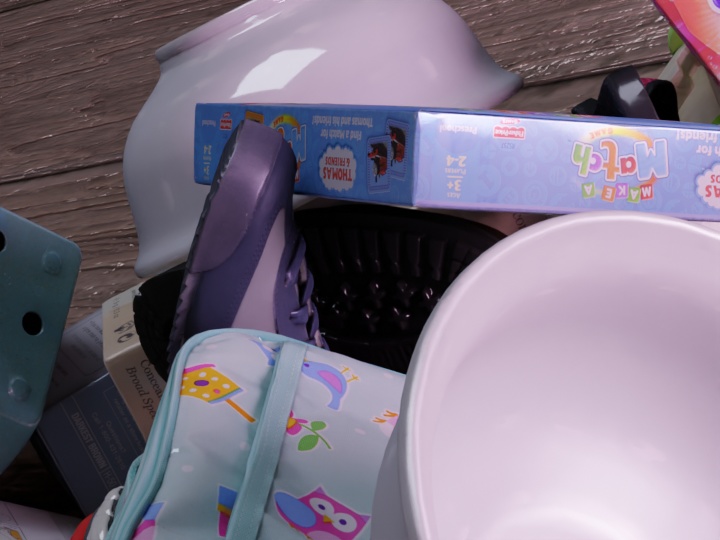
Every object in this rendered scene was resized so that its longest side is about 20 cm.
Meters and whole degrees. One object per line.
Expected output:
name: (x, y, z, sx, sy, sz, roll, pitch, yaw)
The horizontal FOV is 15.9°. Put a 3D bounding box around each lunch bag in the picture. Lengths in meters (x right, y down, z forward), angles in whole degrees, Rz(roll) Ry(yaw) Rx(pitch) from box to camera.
lunch bag: (-0.009, 0.101, 0.818, 0.200, 0.159, 0.078, -78, 10, -64)

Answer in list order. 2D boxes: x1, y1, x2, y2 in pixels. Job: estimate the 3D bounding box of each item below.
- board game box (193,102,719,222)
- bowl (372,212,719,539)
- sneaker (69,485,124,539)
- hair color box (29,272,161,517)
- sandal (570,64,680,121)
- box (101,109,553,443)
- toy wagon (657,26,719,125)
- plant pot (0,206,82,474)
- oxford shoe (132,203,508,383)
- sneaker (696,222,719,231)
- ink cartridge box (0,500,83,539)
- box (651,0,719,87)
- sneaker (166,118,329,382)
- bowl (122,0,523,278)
board game box: (0.043, -0.041, 0.952, 0.150, 0.037, 0.200, 2, 2, -25)
bowl: (0.078, 0.092, 0.708, 0.201, 0.201, 0.090, -45, 1, -43)
sneaker: (-0.103, 0.139, 0.861, 0.084, 0.077, 0.200, -26, 14, 16)
hair color box: (-0.067, 0.032, 1.230, 0.199, 0.061, 0.099, -32, 19, -11)
sandal: (0.127, -0.051, 1.104, 0.045, 0.076, 0.200, -26, -4, -2)
box: (-0.005, 0.020, 1.128, 0.199, 0.095, 0.078, -27, 19, 3)
toy wagon: (0.213, -0.116, 1.195, 0.200, 0.040, 0.155, -38, 19, 15)
plant pot: (-0.225, 0.031, 1.193, 0.199, 0.141, 0.142, -19, 52, 50)
oxford shoe: (0.000, 0.000, 0.995, 0.084, 0.073, 0.199, -30, 18, -38)
sneaker: (0.075, 0.031, 1.005, 0.146, 0.081, 0.200, -8, 32, 35)
ink cartridge box: (-0.182, 0.127, 1.064, 0.045, 0.175, 0.200, -69, 21, 5)
box: (0.168, -0.141, 1.117, 0.095, 0.103, 0.200, -40, 18, 10)
sneaker: (-0.027, 0.037, 0.937, 0.081, 0.201, 0.070, 13, 37, 6)
bowl: (-0.032, -0.080, 1.177, 0.200, 0.091, 0.201, -25, 4, 2)
